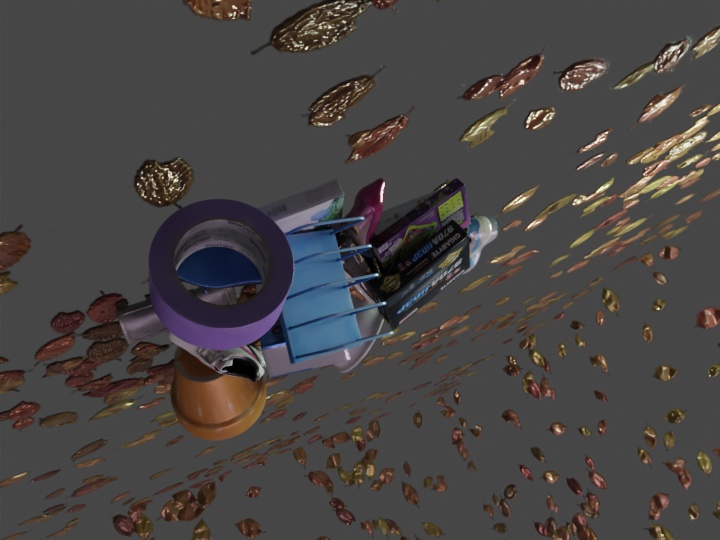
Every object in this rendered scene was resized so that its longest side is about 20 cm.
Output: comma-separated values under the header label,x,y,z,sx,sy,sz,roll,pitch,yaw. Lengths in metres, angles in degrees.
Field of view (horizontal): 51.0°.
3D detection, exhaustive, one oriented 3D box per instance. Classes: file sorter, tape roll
label,x,y,z,sx,sy,sz,roll,pitch,yaw
file sorter,-0.046,0.026,1.183,0.138,0.201,0.122,-11,174,-39
tape roll,-0.198,0.005,1.073,0.199,0.201,0.085,-19,160,-22

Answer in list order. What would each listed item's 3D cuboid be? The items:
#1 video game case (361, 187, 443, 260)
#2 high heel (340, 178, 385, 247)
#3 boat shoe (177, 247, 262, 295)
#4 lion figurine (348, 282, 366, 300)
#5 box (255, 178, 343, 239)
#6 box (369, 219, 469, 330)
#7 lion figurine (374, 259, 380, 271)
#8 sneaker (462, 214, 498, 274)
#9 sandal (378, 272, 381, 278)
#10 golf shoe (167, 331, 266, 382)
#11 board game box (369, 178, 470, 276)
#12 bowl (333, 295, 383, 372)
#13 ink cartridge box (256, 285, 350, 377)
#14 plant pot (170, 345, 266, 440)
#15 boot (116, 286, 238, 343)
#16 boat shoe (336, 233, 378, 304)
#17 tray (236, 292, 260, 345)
label,x,y,z,sx,sy,sz,roll,pitch,yaw
video game case,0.093,-0.077,1.490,0.180,0.046,0.200,-24,161,-12
high heel,0.011,-0.098,1.332,0.096,0.067,0.200,-53,168,-7
boat shoe,-0.219,0.003,1.202,0.199,0.085,0.068,9,166,-34
lion figurine,-0.063,0.030,1.508,0.199,0.073,0.122,-29,144,22
box,-0.102,-0.069,1.265,0.144,0.036,0.200,-22,162,-12
box,0.114,0.011,1.403,0.200,0.046,0.159,-38,157,-8
lion figurine,0.082,0.004,1.506,0.123,0.072,0.200,-46,159,-15
sneaker,0.232,-0.057,1.707,0.080,0.077,0.200,-8,150,-23
sandal,0.052,0.012,1.636,0.199,0.080,0.087,-6,164,-40
golf shoe,-0.269,0.148,1.421,0.199,0.092,0.073,21,111,-12
board game box,0.112,-0.070,1.375,0.200,0.032,0.120,-36,142,-11
bowl,-0.034,0.110,1.621,0.090,0.202,0.201,29,135,-18
ink cartridge box,-0.107,0.079,1.351,0.145,0.201,0.085,-13,131,-1
plant pot,-0.305,0.220,1.562,0.199,0.201,0.184,-22,145,-14
boot,-0.315,0.084,1.333,0.199,0.073,0.182,-29,149,-15
boat shoe,0.000,0.000,1.371,0.061,0.072,0.201,-44,145,2
tray,-0.166,0.101,1.534,0.037,0.099,0.200,-37,159,20
